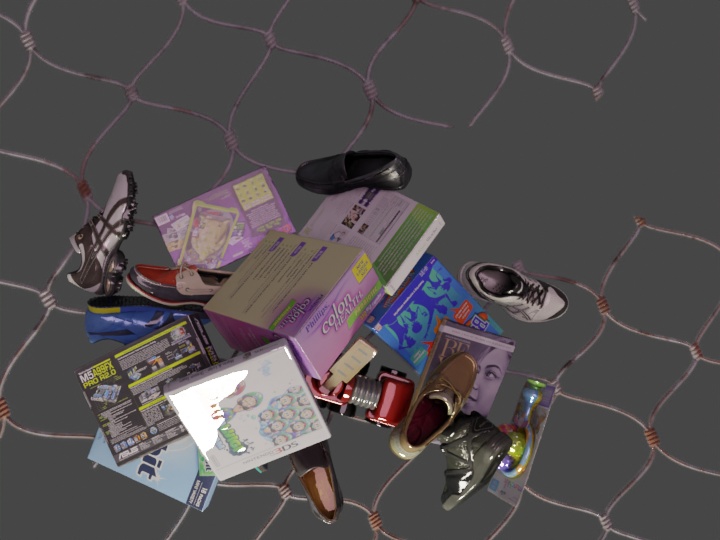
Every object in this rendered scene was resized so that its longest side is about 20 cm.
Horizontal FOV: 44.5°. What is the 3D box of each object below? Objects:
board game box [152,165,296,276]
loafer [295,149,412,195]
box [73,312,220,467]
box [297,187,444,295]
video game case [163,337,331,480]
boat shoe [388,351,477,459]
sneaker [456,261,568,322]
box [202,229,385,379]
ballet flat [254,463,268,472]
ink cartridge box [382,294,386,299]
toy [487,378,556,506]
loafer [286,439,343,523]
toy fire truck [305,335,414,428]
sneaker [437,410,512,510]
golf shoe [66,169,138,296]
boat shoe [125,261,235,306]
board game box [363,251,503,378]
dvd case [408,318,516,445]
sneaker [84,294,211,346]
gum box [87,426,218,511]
[{"bbox_3d":[-0.218,-0.073,1.417,0.199,0.032,0.120,-25,89,-9],"label":"board game box"},{"bbox_3d":[-0.017,-0.162,1.392,0.200,0.070,0.068,1,61,26],"label":"loafer"},{"bbox_3d":[-0.299,0.176,1.299,0.199,0.044,0.161,-26,88,8],"label":"box"},{"bbox_3d":[0.015,-0.065,1.388,0.200,0.036,0.145,31,79,35],"label":"box"},{"bbox_3d":[-0.156,0.202,1.252,0.181,0.024,0.201,-21,127,0],"label":"video game case"},{"bbox_3d":[0.123,0.204,1.346,0.074,0.066,0.200,38,68,-1],"label":"boat shoe"},{"bbox_3d":[0.260,0.039,1.460,0.199,0.088,0.076,15,84,-10],"label":"sneaker"},{"bbox_3d":[-0.098,0.045,1.316,0.176,0.199,0.097,-52,134,-27],"label":"box"},{"bbox_3d":[-0.200,0.229,1.389,0.073,0.073,0.200,-44,93,-8],"label":"ballet flat"},{"bbox_3d":[0.000,0.000,1.411,0.109,0.050,0.200,35,80,32],"label":"ink cartridge box"},{"bbox_3d":[0.248,0.270,1.433,0.047,0.115,0.201,25,84,-12],"label":"toy"},{"bbox_3d":[-0.075,0.306,1.403,0.073,0.072,0.201,-26,91,-8],"label":"loafer"},{"bbox_3d":[0.005,0.171,1.356,0.175,0.200,0.129,19,85,-8],"label":"toy fire truck"},{"bbox_3d":[0.161,0.299,1.419,0.076,0.200,0.114,-22,55,-37],"label":"sneaker"},{"bbox_3d":[-0.400,-0.063,1.363,0.094,0.078,0.201,11,85,-8],"label":"golf shoe"},{"bbox_3d":[-0.260,0.018,1.354,0.199,0.071,0.063,15,122,-32],"label":"boat shoe"},{"bbox_3d":[0.120,0.090,1.422,0.152,0.045,0.200,-50,118,-8],"label":"board game box"},{"bbox_3d":[0.161,0.190,1.432,0.148,0.016,0.201,18,95,-28],"label":"dvd case"},{"bbox_3d":[-0.329,0.083,1.381,0.199,0.066,0.079,0,106,-11],"label":"sneaker"},{"bbox_3d":[-0.295,0.247,1.346,0.199,0.045,0.171,23,97,5],"label":"gum box"}]
